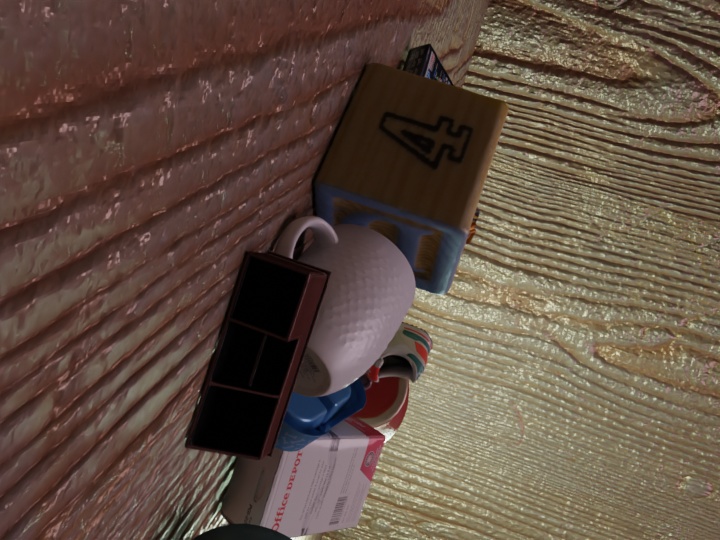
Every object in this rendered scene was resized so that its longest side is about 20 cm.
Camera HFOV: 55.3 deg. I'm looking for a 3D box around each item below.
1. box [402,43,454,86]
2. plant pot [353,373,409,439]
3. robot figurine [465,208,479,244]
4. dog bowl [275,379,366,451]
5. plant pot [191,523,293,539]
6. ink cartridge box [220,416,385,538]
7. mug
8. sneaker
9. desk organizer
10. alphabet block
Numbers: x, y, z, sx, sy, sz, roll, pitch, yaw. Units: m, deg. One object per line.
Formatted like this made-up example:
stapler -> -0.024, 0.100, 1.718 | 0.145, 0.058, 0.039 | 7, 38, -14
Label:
box -> 0.114, -0.253, 1.160 | 0.159, 0.046, 0.201 | 47, 49, -41
plant pot -> -0.002, 0.202, 1.168 | 0.177, 0.199, 0.202 | 106, 5, -72
robot figurine -> 0.121, -0.038, 1.132 | 0.144, 0.059, 0.200 | -15, 157, -27
dog bowl -> -0.070, 0.164, 0.879 | 0.050, 0.112, 0.200 | -48, 166, 23
plant pot -> -0.136, 0.352, 0.726 | 0.135, 0.199, 0.202 | 23, -85, 62
ink cartridge box -> -0.075, 0.278, 0.940 | 0.199, 0.084, 0.147 | 14, 96, -50
mug -> -0.041, 0.033, 0.789 | 0.176, 0.147, 0.201 | -54, 133, -44
sneaker -> 0.008, 0.116, 1.045 | 0.094, 0.198, 0.071 | -70, 173, -52
desk organizer -> -0.100, 0.085, 0.675 | 0.077, 0.071, 0.201 | 5, 103, -80
alphabet block -> 0.064, -0.116, 0.910 | 0.196, 0.195, 0.201 | 97, 13, -64
